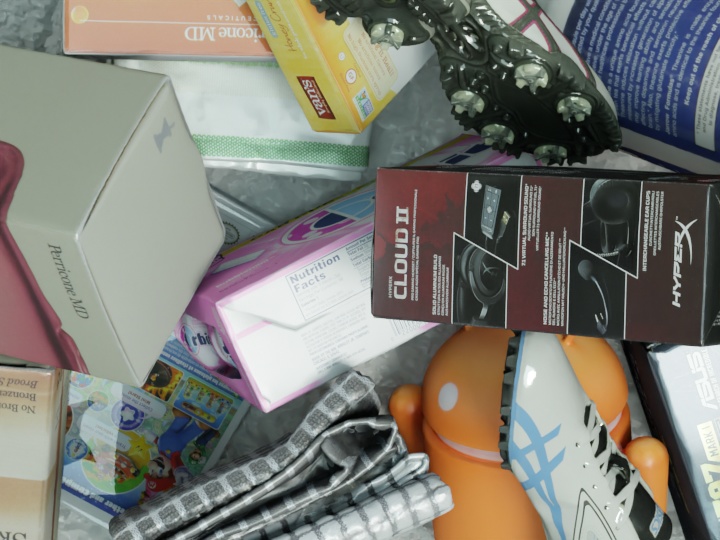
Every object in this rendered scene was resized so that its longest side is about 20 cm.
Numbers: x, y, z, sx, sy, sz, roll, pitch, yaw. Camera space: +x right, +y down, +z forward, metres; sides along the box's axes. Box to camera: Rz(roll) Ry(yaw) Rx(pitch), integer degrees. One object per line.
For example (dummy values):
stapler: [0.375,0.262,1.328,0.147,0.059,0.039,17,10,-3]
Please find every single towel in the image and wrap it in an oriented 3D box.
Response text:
towel: [-0.060,-0.153,1.360,0.149,0.031,0.200,5,93,-6]
towel: [-0.050,0.128,1.329,0.165,0.200,0.086,-25,84,-7]

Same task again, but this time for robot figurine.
robot figurine: [0.091,0.107,1.374,0.116,0.144,0.200,-13,117,-14]

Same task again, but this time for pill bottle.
pill bottle: [0.163,-0.111,1.302,0.111,0.200,0.111,-26,127,-40]

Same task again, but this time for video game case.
video game case: [-0.125,0.043,1.408,0.143,0.018,0.200,29,98,-9]

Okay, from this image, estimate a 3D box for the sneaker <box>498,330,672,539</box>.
sneaker: [0.116,0.106,1.267,0.072,0.072,0.200,-7,124,19]

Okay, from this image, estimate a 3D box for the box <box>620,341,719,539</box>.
box: [0.194,0.105,1.370,0.051,0.158,0.200,-20,103,0]

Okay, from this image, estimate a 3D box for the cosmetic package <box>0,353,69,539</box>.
cosmetic package: [-0.216,0.125,1.367,0.103,0.087,0.200,5,111,-1]

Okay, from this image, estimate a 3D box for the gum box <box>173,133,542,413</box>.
gum box: [0.000,0.000,1.335,0.200,0.113,0.066,-27,102,-12]

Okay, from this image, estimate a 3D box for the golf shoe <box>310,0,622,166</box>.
golf shoe: [0.064,-0.126,1.231,0.077,0.088,0.200,-18,137,40]

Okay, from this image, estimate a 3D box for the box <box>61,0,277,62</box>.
box: [-0.091,-0.208,1.290,0.124,0.097,0.200,0,94,-6]

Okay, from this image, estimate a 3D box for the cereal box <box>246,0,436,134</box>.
cereal box: [0.015,-0.185,1.266,0.200,0.039,0.144,-49,126,-32]

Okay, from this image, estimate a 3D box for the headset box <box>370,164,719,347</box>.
headset box: [0.112,-0.010,1.195,0.200,0.149,0.077,6,95,36]

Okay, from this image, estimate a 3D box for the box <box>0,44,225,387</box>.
box: [-0.189,-0.036,1.279,0.200,0.109,0.128,12,145,23]
